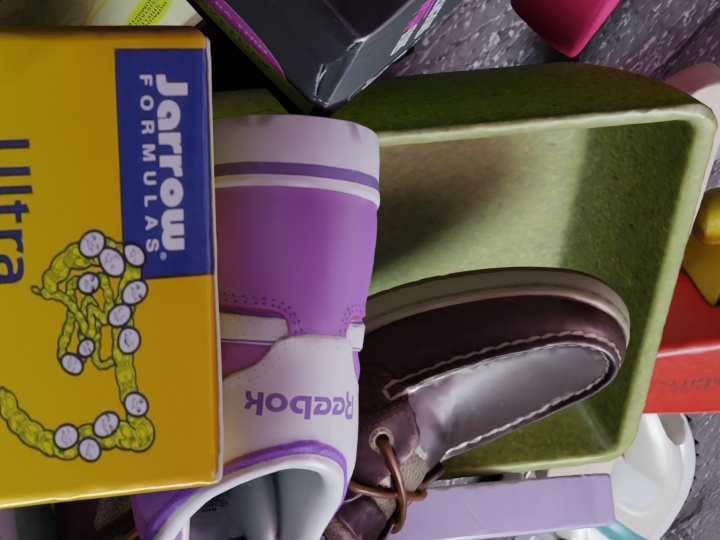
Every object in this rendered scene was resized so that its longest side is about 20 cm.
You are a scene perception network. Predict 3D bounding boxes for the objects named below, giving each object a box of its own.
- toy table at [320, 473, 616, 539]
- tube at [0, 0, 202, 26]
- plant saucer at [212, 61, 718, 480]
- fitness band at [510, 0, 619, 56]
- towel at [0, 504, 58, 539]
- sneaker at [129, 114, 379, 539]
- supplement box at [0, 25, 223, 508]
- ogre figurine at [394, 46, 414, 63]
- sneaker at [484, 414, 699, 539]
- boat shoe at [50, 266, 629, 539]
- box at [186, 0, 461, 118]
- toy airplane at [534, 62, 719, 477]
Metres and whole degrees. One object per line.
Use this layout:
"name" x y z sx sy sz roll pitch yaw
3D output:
"toy table" 0.001 0.139 1.009 0.199 0.117 0.184 -4 174 -9
"tube" -0.097 -0.082 0.738 0.200 0.058 0.052 39 53 -67
"plant saucer" 0.000 0.000 0.906 0.199 0.048 0.200 -6 145 -8
"fitness band" 0.119 -0.151 0.897 0.200 0.037 0.144 -51 -176 -19
"towel" -0.122 0.091 0.827 0.023 0.153 0.200 -21 154 11
"sneaker" -0.058 0.031 0.742 0.072 0.115 0.200 2 172 -23
"supplement box" -0.142 0.001 0.628 0.200 0.109 0.110 -4 94 -38
"ogre figurine" 0.020 -0.117 0.806 0.120 0.098 0.200 -42 149 3
"sneaker" 0.085 0.119 1.239 0.093 0.070 0.200 -35 154 -36
"boat shoe" -0.006 0.061 0.884 0.200 0.072 0.072 -18 145 9
"box" 0.016 -0.158 0.655 0.200 0.149 0.124 -43 180 -10
"toy airplane" 0.105 0.008 1.082 0.200 0.141 0.199 -30 139 27
